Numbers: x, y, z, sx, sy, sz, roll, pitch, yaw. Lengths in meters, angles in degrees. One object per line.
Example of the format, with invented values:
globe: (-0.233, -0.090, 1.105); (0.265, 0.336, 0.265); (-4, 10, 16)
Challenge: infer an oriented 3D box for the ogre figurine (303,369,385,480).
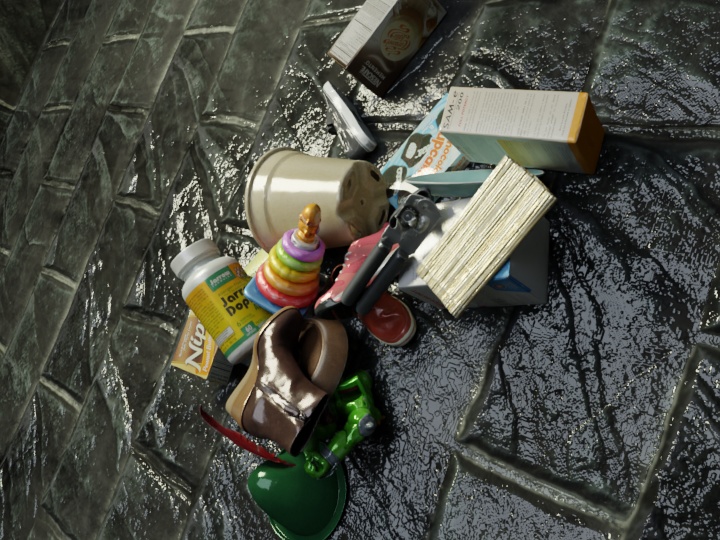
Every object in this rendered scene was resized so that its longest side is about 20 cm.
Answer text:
ogre figurine: (-0.032, 0.220, 1.011); (0.120, 0.200, 0.098); (-30, 95, 12)

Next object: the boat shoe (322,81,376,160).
boat shoe: (-0.036, -0.283, 1.270); (0.066, 0.070, 0.200); (-40, 58, 17)

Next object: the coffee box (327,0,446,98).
coffee box: (0.049, -0.441, 1.231); (0.200, 0.114, 0.080); (-51, 48, 12)

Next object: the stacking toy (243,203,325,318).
stacking toy: (-0.098, -0.027, 1.048); (0.200, 0.109, 0.116); (-64, -2, 38)

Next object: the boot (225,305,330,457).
boot: (-0.099, 0.157, 0.973); (0.166, 0.072, 0.201); (15, 70, 42)

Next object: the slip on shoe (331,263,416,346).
slip on shoe: (0.016, 0.054, 1.079); (0.074, 0.061, 0.200); (-51, 49, 7)

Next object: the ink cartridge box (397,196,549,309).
ink cartridge box: (0.152, -0.022, 0.952); (0.199, 0.128, 0.126); (-6, 69, 37)

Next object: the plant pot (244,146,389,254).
plant pot: (-0.060, -0.115, 1.122); (0.183, 0.200, 0.201); (3, 73, 39)

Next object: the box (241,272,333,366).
box: (-0.131, 0.092, 1.191); (0.157, 0.050, 0.201); (16, 82, 42)

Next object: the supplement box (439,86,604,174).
supplement box: (0.231, -0.201, 0.946); (0.199, 0.126, 0.074); (13, 84, 31)

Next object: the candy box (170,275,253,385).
candy box: (-0.266, 0.099, 1.227); (0.115, 0.055, 0.201); (10, 78, 42)

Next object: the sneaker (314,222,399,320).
sneaker: (0.000, 0.000, 1.035); (0.200, 0.074, 0.087); (-36, 66, -14)

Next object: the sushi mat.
sushi mat: (0.157, -0.044, 0.853); (0.200, 0.012, 0.096); (-53, 53, 17)

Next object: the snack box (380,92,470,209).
snack box: (0.118, -0.188, 1.115); (0.200, 0.037, 0.116); (-49, 49, 12)

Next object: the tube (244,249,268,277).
tube: (-0.198, -0.001, 1.289); (0.058, 0.052, 0.200); (43, 100, 3)

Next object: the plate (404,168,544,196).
plate: (0.165, -0.127, 0.965); (0.199, 0.200, 0.026); (8, 107, 41)

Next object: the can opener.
can opener: (0.043, -0.028, 0.937); (0.200, 0.053, 0.067); (-55, 8, 26)

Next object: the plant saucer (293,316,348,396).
plant saucer: (-0.103, 0.154, 1.050); (0.200, 0.034, 0.201); (-31, 40, 30)

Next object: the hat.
hat: (-0.149, 0.326, 1.016); (0.199, 0.176, 0.166); (9, 77, 41)

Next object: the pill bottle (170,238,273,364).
pill bottle: (-0.229, 0.048, 1.123); (0.113, 0.113, 0.200); (-39, 84, 20)
